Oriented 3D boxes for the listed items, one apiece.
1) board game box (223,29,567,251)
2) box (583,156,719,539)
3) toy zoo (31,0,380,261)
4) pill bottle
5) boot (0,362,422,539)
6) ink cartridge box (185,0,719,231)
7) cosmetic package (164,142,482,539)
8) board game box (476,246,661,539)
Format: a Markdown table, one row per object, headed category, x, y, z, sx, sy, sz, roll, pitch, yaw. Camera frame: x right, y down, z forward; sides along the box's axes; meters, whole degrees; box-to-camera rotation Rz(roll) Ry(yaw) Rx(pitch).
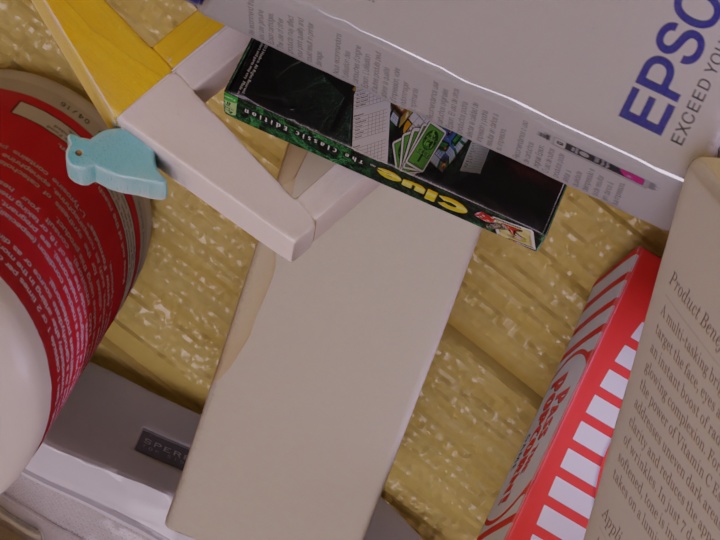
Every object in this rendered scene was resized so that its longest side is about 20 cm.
| category | x | y | z | sx | sy | sz | roll | pitch | yaw |
| --- | --- | --- | --- | --- | --- | --- | --- | --- | --- |
| board game box | 0.045 | -0.114 | 0.661 | 0.104 | 0.201 | 0.023 | 23 | 161 | 5 |
| box | 0.150 | 0.084 | 0.590 | 0.151 | 0.106 | 0.201 | 4 | 116 | -19 |
| toy zoo | -0.015 | -0.094 | 0.671 | 0.200 | 0.020 | 0.131 | -40 | 79 | -17 |
| pill bottle | -0.149 | 0.016 | 0.746 | 0.111 | 0.200 | 0.113 | 4 | 117 | 9 |
| boot | -0.068 | 0.113 | 0.862 | 0.199 | 0.074 | 0.096 | 28 | 129 | 1 |
| ink cartridge box | 0.045 | -0.138 | 0.634 | 0.199 | 0.197 | 0.043 | 25 | 161 | 6 |
| cosmetic package | 0.000 | 0.000 | 0.764 | 0.073 | 0.104 | 0.201 | 21 | 117 | 1 |
| board game box | 0.146 | 0.108 | 0.766 | 0.199 | 0.152 | 0.046 | 30 | 156 | -5 |
